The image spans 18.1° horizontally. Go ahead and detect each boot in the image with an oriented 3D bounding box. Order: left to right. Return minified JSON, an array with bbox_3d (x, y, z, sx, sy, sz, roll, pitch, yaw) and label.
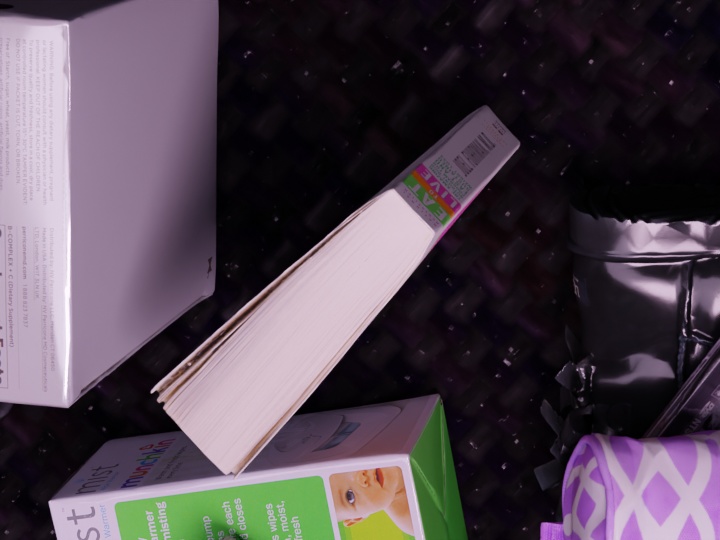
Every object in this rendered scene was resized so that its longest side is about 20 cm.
[{"bbox_3d":[0.175,0.046,0.995,0.196,0.073,0.164,0,110,4],"label":"boot"}]

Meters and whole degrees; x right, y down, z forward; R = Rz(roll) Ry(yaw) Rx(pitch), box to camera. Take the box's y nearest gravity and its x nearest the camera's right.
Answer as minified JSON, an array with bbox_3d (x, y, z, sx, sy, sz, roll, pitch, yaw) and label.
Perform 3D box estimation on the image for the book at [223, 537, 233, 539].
[{"bbox_3d":[-0.052,0.237,1.003,0.133,0.048,0.201,30,104,1],"label":"book"}]

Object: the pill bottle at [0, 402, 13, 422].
[{"bbox_3d":[-0.259,0.107,1.091,0.112,0.112,0.200,43,108,1],"label":"pill bottle"}]

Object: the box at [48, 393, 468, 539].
[{"bbox_3d":[-0.034,0.175,1.062,0.175,0.097,0.202,-8,102,13],"label":"box"}]

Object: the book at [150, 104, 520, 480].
[{"bbox_3d":[0.000,0.000,0.958,0.048,0.200,0.134,46,108,0],"label":"book"}]

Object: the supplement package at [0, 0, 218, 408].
[{"bbox_3d":[-0.141,-0.046,0.981,0.110,0.200,0.157,4,103,12],"label":"supplement package"}]

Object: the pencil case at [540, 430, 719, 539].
[{"bbox_3d":[0.180,0.109,0.933,0.198,0.085,0.085,5,81,-8],"label":"pencil case"}]

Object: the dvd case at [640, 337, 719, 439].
[{"bbox_3d":[0.200,0.121,0.992,0.199,0.016,0.149,29,111,-19],"label":"dvd case"}]
